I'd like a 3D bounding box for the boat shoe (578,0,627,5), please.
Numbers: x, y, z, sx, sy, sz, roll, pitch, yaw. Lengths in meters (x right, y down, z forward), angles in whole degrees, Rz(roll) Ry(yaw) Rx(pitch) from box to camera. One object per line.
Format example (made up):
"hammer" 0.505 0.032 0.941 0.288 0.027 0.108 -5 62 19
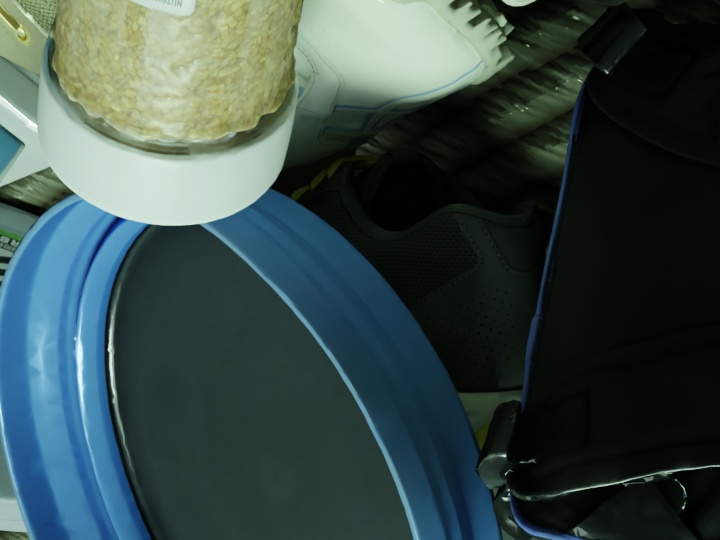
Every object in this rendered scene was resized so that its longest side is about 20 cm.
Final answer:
"boat shoe" 0.026 -0.133 0.745 0.074 0.074 0.200 8 147 35

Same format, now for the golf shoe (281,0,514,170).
"golf shoe" -0.015 -0.059 0.817 0.078 0.097 0.200 49 174 4

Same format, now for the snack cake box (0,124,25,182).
"snack cake box" -0.212 -0.049 1.023 0.115 0.067 0.200 39 165 -20

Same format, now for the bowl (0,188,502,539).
"bowl" -0.034 0.065 0.836 0.200 0.039 0.202 27 129 40

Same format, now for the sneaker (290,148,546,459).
"sneaker" 0.000 0.000 0.879 0.074 0.085 0.200 -2 -166 -38

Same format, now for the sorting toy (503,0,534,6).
"sorting toy" 0.094 -0.168 0.601 0.199 0.107 0.181 -7 128 35

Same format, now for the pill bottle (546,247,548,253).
"pill bottle" 0.088 0.062 0.988 0.199 0.116 0.116 25 154 6

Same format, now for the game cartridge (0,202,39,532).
"game cartridge" -0.184 0.029 1.167 0.199 0.134 0.041 18 160 17

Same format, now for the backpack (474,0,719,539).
"backpack" 0.160 0.026 0.789 0.199 0.184 0.147 -1 150 29

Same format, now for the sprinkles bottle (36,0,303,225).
"sprinkles bottle" -0.038 -0.102 0.687 0.068 0.068 0.201 23 136 10

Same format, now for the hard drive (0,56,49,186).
"hard drive" -0.212 -0.099 1.085 0.200 0.026 0.132 40 151 -22

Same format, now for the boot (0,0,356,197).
"boot" -0.102 -0.089 0.952 0.155 0.073 0.200 10 158 41

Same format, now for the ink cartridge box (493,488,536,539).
"ink cartridge box" -0.006 0.137 0.969 0.200 0.083 0.145 -24 109 48
